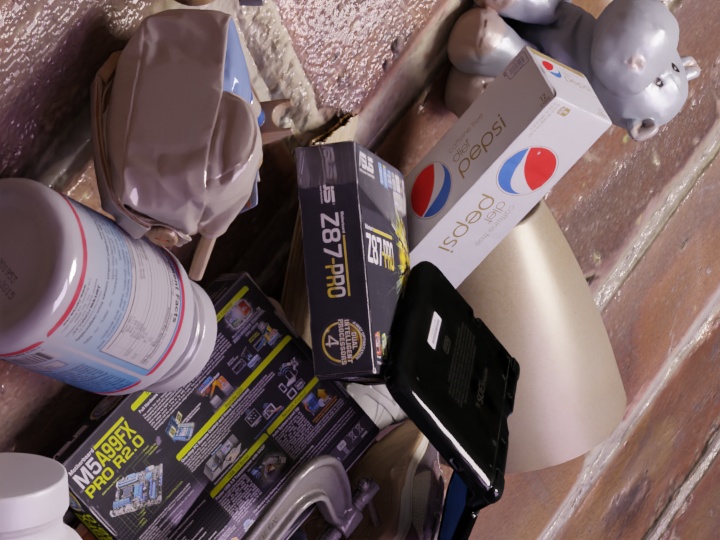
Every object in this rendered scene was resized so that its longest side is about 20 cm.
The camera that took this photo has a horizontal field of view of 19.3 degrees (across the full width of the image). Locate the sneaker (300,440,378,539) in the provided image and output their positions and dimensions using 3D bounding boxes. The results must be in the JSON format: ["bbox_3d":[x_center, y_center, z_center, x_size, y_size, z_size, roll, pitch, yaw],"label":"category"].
[{"bbox_3d":[-0.020,0.230,1.738,0.200,0.070,0.109,-68,173,-60],"label":"sneaker"}]

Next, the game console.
[{"bbox_3d":[0.048,0.120,1.540,0.116,0.176,0.200,-34,-164,21],"label":"game console"}]

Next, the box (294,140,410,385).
[{"bbox_3d":[0.000,0.000,1.516,0.200,0.049,0.161,25,59,-78],"label":"box"}]

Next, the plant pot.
[{"bbox_3d":[0.118,0.034,1.765,0.187,0.187,0.200,-35,126,-38],"label":"plant pot"}]

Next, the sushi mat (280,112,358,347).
[{"bbox_3d":[-0.036,-0.016,1.593,0.096,0.012,0.200,-48,151,-64],"label":"sushi mat"}]

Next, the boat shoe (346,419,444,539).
[{"bbox_3d":[0.035,0.184,1.674,0.072,0.065,0.200,-35,-165,17],"label":"boat shoe"}]

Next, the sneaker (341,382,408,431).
[{"bbox_3d":[-0.002,0.074,1.690,0.099,0.078,0.200,-40,142,-27],"label":"sneaker"}]

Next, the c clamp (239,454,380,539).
[{"bbox_3d":[-0.051,0.210,1.474,0.200,0.027,0.171,-48,153,-23],"label":"c clamp"}]

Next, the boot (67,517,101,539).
[{"bbox_3d":[-0.182,0.279,1.495,0.200,0.155,0.074,-61,-178,13],"label":"boot"}]

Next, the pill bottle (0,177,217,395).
[{"bbox_3d":[-0.175,0.019,1.346,0.109,0.109,0.200,-61,150,-1],"label":"pill bottle"}]

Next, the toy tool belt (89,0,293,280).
[{"bbox_3d":[-0.106,-0.105,1.350,0.123,0.125,0.200,79,12,-64],"label":"toy tool belt"}]

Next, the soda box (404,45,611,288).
[{"bbox_3d":[0.096,-0.074,1.625,0.068,0.064,0.200,20,124,-39],"label":"soda box"}]

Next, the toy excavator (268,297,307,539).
[{"bbox_3d":[-0.103,0.142,1.571,0.100,0.200,0.194,4,147,-29],"label":"toy excavator"}]

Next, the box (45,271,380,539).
[{"bbox_3d":[-0.103,0.125,1.480,0.160,0.044,0.200,49,66,-17],"label":"box"}]

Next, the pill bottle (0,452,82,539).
[{"bbox_3d":[-0.234,0.228,1.388,0.116,0.116,0.200,-18,111,-50],"label":"pill bottle"}]

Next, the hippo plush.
[{"bbox_3d":[0.171,-0.156,1.680,0.159,0.161,0.200,-45,146,-28],"label":"hippo plush"}]
